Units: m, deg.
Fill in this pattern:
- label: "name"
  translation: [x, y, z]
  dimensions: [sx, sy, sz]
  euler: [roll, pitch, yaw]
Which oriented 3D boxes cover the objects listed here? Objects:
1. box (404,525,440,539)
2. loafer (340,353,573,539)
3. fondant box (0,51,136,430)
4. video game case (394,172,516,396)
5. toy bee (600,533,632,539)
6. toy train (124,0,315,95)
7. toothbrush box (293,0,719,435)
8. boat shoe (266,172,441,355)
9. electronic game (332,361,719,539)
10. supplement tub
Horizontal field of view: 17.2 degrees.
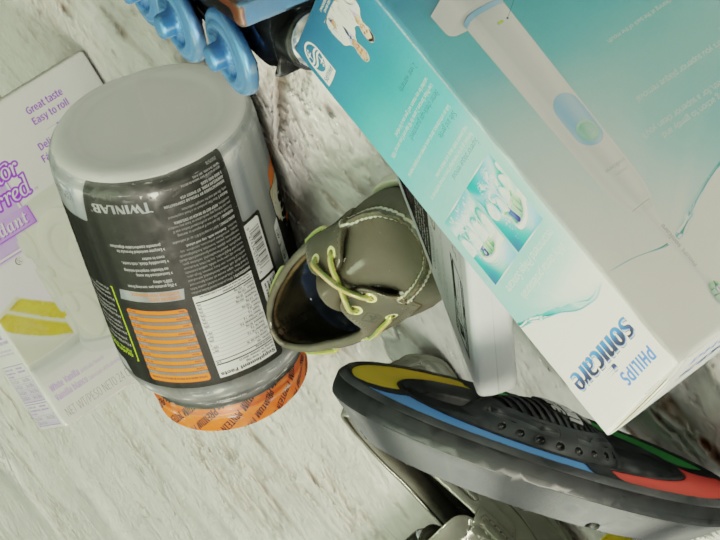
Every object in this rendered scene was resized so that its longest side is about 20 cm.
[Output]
- label: "box"
  translation: [0.040, 0.249, 1.506]
  dimensions: [0.200, 0.040, 0.137]
  euler: [127, 133, -66]
- label: "loafer"
  translation: [0.064, 0.142, 1.344]
  dimensions: [0.200, 0.070, 0.070]
  euler: [53, 157, 6]
- label: "fondant box"
  translation: [-0.193, -0.018, 1.538]
  dimensions: [0.200, 0.144, 0.058]
  euler: [58, 157, -7]
- label: "video game case"
  translation: [0.034, -0.073, 1.085]
  dimensions: [0.200, 0.023, 0.182]
  euler: [82, 172, -47]
- label: "toy bee"
  translation: [0.144, 0.215, 1.241]
  dimensions: [0.200, 0.131, 0.109]
  euler: [27, 170, 31]
- label: "toy train"
  translation: [-0.069, -0.164, 1.155]
  dimensions: [0.200, 0.087, 0.114]
  euler: [41, 150, 53]
- label: "toothbrush box"
  translation: [0.096, -0.064, 0.909]
  dimensions: [0.200, 0.146, 0.085]
  euler: [50, 156, 10]
- label: "boat shoe"
  translation: [0.002, 0.003, 1.291]
  dimensions: [0.072, 0.060, 0.202]
  euler: [55, 157, 1]
- label: "electronic game"
  translation: [0.083, 0.081, 1.121]
  dimensions: [0.200, 0.200, 0.042]
  euler: [23, 97, 52]
- label: "supplement tub"
  translation: [-0.099, -0.010, 1.395]
  dimensions: [0.122, 0.122, 0.200]
  euler: [32, 147, 43]
